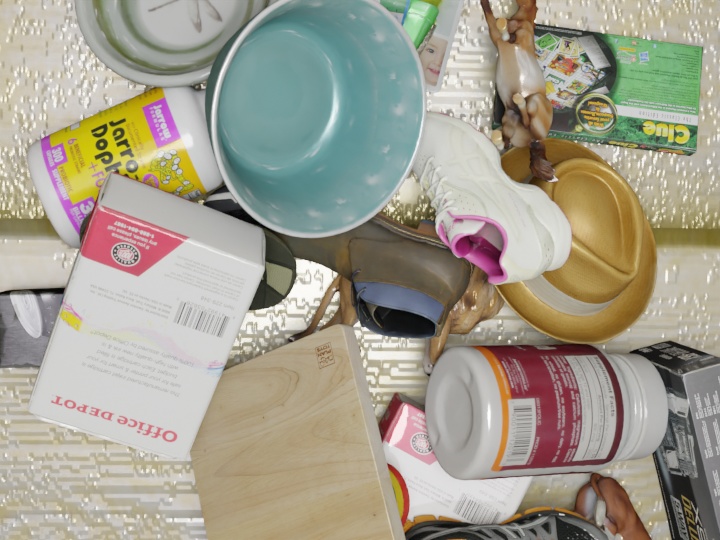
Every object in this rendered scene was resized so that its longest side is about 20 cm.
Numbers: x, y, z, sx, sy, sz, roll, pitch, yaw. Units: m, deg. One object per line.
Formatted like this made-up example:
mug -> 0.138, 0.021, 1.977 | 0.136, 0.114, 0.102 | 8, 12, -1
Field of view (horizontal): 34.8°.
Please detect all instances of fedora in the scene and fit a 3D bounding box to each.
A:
fedora -> 0.203, -0.037, 1.052 | 0.197, 0.082, 0.205 | 4, 74, -16

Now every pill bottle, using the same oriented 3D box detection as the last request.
pill bottle -> 0.167, 0.123, 1.021 | 0.197, 0.114, 0.117 | 2, 93, -26
pill bottle -> -0.191, -0.105, 1.039 | 0.197, 0.104, 0.106 | -25, 94, -2

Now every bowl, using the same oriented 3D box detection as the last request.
bowl -> -0.053, -0.138, 0.970 | 0.198, 0.105, 0.205 | -10, 111, -29

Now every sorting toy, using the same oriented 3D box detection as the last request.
sorting toy -> -0.052, 0.175, 1.022 | 0.198, 0.069, 0.202 | -23, 74, 31

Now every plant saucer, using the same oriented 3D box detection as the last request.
plant saucer -> -0.159, -0.253, 1.043 | 0.196, 0.050, 0.204 | -3, 74, 9

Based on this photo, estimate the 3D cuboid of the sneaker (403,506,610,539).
sneaker -> 0.128, 0.256, 1.009 | 0.196, 0.077, 0.080 | -3, 92, -4

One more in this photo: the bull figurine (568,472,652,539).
bull figurine -> 0.260, 0.294, 1.093 | 0.065, 0.121, 0.202 | -33, 87, 30

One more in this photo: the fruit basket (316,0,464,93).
fruit basket -> 0.015, -0.284, 1.050 | 0.182, 0.094, 0.203 | 18, 88, -4

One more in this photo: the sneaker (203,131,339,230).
sneaker -> -0.056, -0.101, 1.078 | 0.197, 0.072, 0.084 | -19, 71, -4

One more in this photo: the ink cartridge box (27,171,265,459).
ink cartridge box -> -0.181, 0.040, 0.971 | 0.145, 0.086, 0.202 | 20, 113, -15

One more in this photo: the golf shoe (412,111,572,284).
golf shoe -> 0.090, -0.065, 0.995 | 0.091, 0.076, 0.200 | -29, 59, -34

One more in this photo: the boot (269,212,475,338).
boot -> 0.000, 0.000, 1.024 | 0.196, 0.075, 0.098 | 7, 50, 16

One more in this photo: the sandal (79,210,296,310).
sandal -> -0.149, -0.023, 1.025 | 0.198, 0.058, 0.081 | 16, 112, -16

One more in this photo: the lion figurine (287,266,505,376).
lion figurine -> 0.037, 0.029, 1.077 | 0.196, 0.073, 0.125 | 9, 72, 2

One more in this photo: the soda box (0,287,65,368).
soda box -> -0.239, 0.051, 1.064 | 0.196, 0.063, 0.072 | -1, 93, -4

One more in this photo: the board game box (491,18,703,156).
board game box -> 0.226, -0.174, 1.094 | 0.196, 0.023, 0.107 | 8, 79, -3

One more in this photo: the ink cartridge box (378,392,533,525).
ink cartridge box -> 0.052, 0.240, 1.082 | 0.144, 0.085, 0.202 | 28, 89, -5

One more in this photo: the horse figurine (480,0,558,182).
horse figurine -> 0.141, -0.171, 1.025 | 0.049, 0.132, 0.204 | -12, 85, 22

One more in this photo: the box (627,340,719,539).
box -> 0.314, 0.175, 1.060 | 0.049, 0.158, 0.204 | -15, 94, -3
